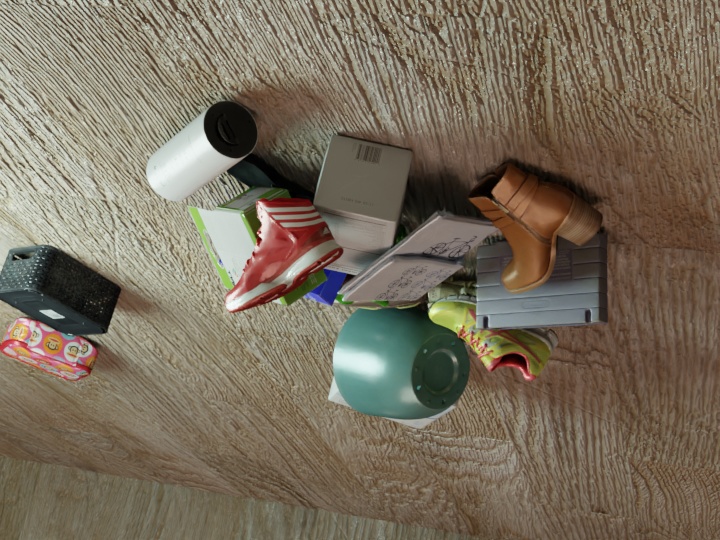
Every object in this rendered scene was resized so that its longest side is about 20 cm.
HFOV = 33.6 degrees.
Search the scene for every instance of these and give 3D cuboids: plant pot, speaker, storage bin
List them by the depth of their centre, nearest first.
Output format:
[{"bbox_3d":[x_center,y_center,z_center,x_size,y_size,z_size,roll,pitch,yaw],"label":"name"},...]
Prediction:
[{"bbox_3d":[-0.216,-0.159,1.609,0.081,0.081,0.200,25,154,-24],"label":"speaker"},{"bbox_3d":[0.083,0.154,1.955,0.201,0.201,0.161,32,166,-35],"label":"plant pot"},{"bbox_3d":[-0.570,0.041,2.247,0.135,0.094,0.200,-6,149,38],"label":"storage bin"}]

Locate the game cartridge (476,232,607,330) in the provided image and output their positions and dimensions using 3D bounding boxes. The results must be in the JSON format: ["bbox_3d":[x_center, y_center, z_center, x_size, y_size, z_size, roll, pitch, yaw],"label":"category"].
[{"bbox_3d":[0.254,0.016,1.681,0.200,0.130,0.038,-5,164,38],"label":"game cartridge"}]

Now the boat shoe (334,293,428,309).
[{"bbox_3d":[0.012,0.031,1.926,0.200,0.072,0.060,-3,149,22],"label":"boat shoe"}]

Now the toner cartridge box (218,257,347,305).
[{"bbox_3d":[-0.110,-0.021,1.782,0.200,0.095,0.043,18,165,33],"label":"toner cartridge box"}]

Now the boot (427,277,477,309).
[{"bbox_3d":[0.177,0.035,1.845,0.155,0.072,0.200,9,157,18],"label":"boot"}]

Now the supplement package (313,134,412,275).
[{"bbox_3d":[-0.001,-0.081,1.627,0.114,0.110,0.200,13,157,2],"label":"supplement package"}]

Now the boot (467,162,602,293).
[{"bbox_3d":[0.206,-0.059,1.596,0.155,0.074,0.200,27,135,-16],"label":"boot"}]

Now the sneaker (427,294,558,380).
[{"bbox_3d":[0.191,0.102,1.780,0.200,0.090,0.078,20,157,7],"label":"sneaker"}]

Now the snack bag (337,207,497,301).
[{"bbox_3d":[0.091,-0.016,1.650,0.200,0.021,0.189,-39,157,28],"label":"snack bag"}]

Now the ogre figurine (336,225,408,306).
[{"bbox_3d":[0.000,0.000,1.815,0.200,0.098,0.120,-42,143,9],"label":"ogre figurine"}]

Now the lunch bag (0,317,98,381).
[{"bbox_3d":[-0.698,0.177,2.654,0.200,0.082,0.176,26,158,-22],"label":"lunch bag"}]

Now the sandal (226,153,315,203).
[{"bbox_3d":[-0.122,-0.103,1.722,0.200,0.048,0.075,32,150,-35],"label":"sandal"}]

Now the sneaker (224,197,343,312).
[{"bbox_3d":[-0.118,-0.029,1.563,0.200,0.116,0.078,-30,172,29],"label":"sneaker"}]

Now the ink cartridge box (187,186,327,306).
[{"bbox_3d":[-0.152,-0.041,1.694,0.200,0.076,0.148,12,130,58],"label":"ink cartridge box"}]

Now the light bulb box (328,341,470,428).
[{"bbox_3d":[0.069,0.187,2.177,0.198,0.125,0.200,18,157,-9],"label":"light bulb box"}]
